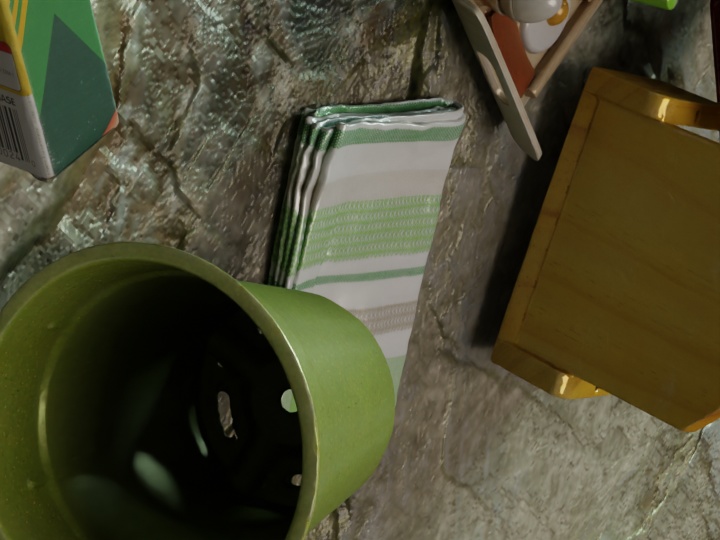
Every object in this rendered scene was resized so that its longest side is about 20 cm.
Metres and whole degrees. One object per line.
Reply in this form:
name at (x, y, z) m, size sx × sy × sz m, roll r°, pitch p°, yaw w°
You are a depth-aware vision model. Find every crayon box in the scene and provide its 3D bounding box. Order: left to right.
crayon box at (-0.182, -0.147, 1.162) m, size 0.051 × 0.127 × 0.201 m, roll -43°, pitch 139°, yaw -34°

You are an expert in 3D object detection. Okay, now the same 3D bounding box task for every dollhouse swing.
dollhouse swing at (0.206, -0.005, 1.715) m, size 0.182 × 0.175 × 0.201 m, roll 1°, pitch 109°, yaw -63°

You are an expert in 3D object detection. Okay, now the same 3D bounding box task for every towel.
towel at (0.000, 0.000, 1.585) m, size 0.149 × 0.031 × 0.201 m, roll -8°, pitch 114°, yaw -52°

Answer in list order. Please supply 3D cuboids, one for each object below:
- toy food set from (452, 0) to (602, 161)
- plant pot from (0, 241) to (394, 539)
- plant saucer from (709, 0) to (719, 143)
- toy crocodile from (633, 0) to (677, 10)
toy food set at (0.135, -0.186, 1.645) m, size 0.200 × 0.060 × 0.144 m, roll -54°, pitch 144°, yaw -20°
plant pot at (-0.071, 0.079, 1.411) m, size 0.190 × 0.199 × 0.201 m, roll -10°, pitch 116°, yaw -64°
plant saucer at (0.263, -0.122, 1.719) m, size 0.200 × 0.037 × 0.201 m, roll 120°, pitch -33°, yaw -76°
toy crocodile at (0.209, -0.247, 1.635) m, size 0.062 × 0.067 × 0.201 m, roll 44°, pitch 63°, yaw -57°
